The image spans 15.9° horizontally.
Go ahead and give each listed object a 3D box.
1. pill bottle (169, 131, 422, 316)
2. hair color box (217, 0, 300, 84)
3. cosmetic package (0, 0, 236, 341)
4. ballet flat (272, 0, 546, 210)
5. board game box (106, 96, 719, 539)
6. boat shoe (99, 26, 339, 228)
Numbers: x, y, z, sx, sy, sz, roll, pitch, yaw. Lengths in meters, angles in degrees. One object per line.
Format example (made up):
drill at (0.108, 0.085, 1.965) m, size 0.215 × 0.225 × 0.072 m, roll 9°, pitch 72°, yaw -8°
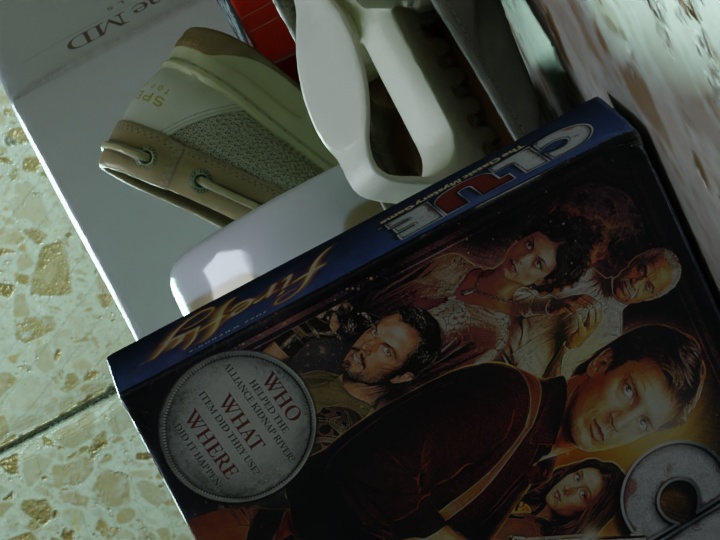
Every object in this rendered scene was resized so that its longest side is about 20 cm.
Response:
pill bottle at (0.038, 0.061, 0.764) m, size 0.201 × 0.119 × 0.120 m, roll 63°, pitch 178°, yaw 1°
hair color box at (-0.045, -0.150, 0.977) m, size 0.201 × 0.061 × 0.102 m, roll 63°, pitch 178°, yaw 21°
cosmetic package at (-0.093, -0.100, 1.353) m, size 0.167 × 0.167 × 0.200 m, roll 65°, pitch 177°, yaw -32°
ballet flat at (0.028, -0.012, 0.673) m, size 0.067 × 0.064 × 0.201 m, roll -31°, pitch 81°, yaw 43°
board game box at (0.043, 0.078, 0.630) m, size 0.201 × 0.135 × 0.035 m, roll 63°, pitch 177°, yaw -18°
boat shoe at (0.000, 0.000, 0.909) m, size 0.200 × 0.063 × 0.073 m, roll 41°, pitch 168°, yaw -16°
